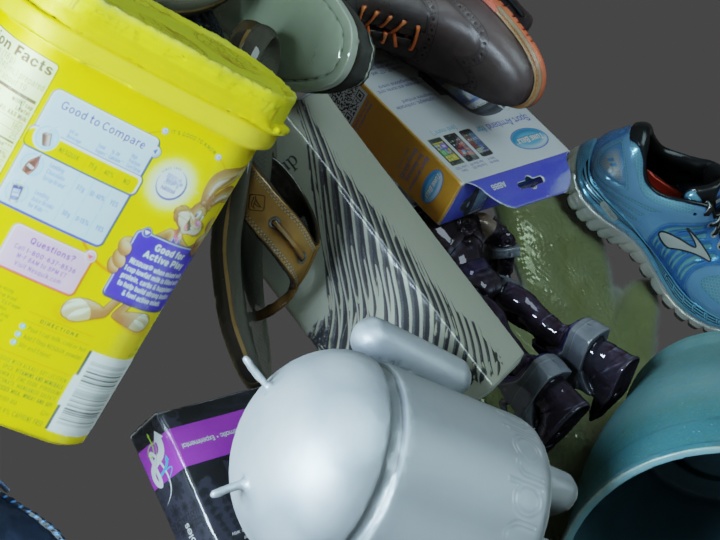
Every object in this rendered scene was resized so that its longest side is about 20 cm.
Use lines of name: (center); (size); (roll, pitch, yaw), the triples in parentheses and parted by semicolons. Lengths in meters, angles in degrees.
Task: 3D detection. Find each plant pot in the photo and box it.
plant pot: (0.220, 0.138, 1.102); (0.200, 0.200, 0.188); (40, 27, -13)

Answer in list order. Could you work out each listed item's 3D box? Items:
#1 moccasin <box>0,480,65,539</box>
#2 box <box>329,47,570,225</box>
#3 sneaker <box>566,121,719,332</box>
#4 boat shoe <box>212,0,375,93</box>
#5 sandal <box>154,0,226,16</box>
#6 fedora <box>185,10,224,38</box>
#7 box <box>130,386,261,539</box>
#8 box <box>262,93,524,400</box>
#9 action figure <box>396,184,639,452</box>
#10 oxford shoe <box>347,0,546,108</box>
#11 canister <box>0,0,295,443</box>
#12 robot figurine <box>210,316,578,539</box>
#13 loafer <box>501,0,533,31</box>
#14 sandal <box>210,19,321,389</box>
moccasin: (-0.214, 0.107, 0.812); (0.199, 0.068, 0.081); (22, 49, -30)
box: (0.043, -0.103, 1.175); (0.119, 0.042, 0.200); (-18, 59, -47)
sneaker: (0.237, -0.029, 1.298); (0.200, 0.090, 0.079); (37, 43, -17)
boat shoe: (-0.049, -0.145, 1.073); (0.060, 0.072, 0.201); (18, 9, -42)
sandal: (-0.119, -0.178, 0.971); (0.200, 0.054, 0.081); (-17, 70, -51)
fedora: (-0.163, -0.115, 0.995); (0.200, 0.092, 0.201); (27, 41, -26)
box: (-0.022, 0.156, 0.976); (0.142, 0.036, 0.201); (-11, 69, -45)
box: (0.000, 0.000, 1.063); (0.200, 0.082, 0.068); (51, 26, 1)
action figure: (0.075, 0.017, 1.139); (0.130, 0.070, 0.200); (-22, 63, -41)
oxford shoe: (0.023, -0.153, 1.139); (0.199, 0.071, 0.072); (34, 44, 19)
canister: (-0.143, -0.032, 0.859); (0.148, 0.201, 0.087); (26, 12, -31)
robot figurine: (0.017, 0.109, 0.932); (0.199, 0.113, 0.171); (23, 56, -28)
loafer: (0.045, -0.222, 1.247); (0.063, 0.072, 0.200); (-40, 114, -6)
sandal: (-0.048, -0.034, 0.997); (0.082, 0.054, 0.202); (-22, 115, -83)
